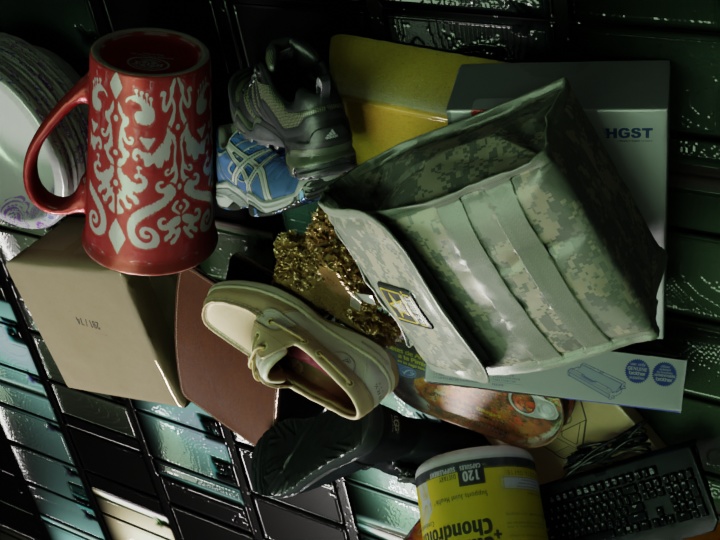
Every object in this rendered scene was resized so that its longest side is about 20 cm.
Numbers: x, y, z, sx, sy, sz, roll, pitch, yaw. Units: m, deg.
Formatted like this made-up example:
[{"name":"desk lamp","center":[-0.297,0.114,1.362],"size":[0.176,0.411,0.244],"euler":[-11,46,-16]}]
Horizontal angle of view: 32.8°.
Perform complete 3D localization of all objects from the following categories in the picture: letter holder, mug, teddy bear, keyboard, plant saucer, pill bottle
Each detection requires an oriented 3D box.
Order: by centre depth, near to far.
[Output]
[{"name":"plant saucer","center":[0.056,-0.085,1.027],"size":[0.199,0.048,0.201],"euler":[16,132,30]},{"name":"teddy bear","center":[0.000,0.000,1.065],"size":[0.145,0.067,0.200],"euler":[44,152,-5]},{"name":"keyboard","center":[0.212,0.197,1.069],"size":[0.200,0.040,0.105],"euler":[-30,70,45]},{"name":"pill bottle","center":[0.115,0.265,1.086],"size":[0.112,0.112,0.201],"euler":[-36,54,49]},{"name":"mug","center":[-0.215,-0.110,1.139],"size":[0.133,0.177,0.201],"euler":[49,142,45]},{"name":"letter holder","center":[-0.108,0.067,1.253],"size":[0.142,0.101,0.201],"euler":[29,137,22]}]

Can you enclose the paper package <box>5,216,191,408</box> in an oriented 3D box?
[{"name":"paper package","center":[-0.267,0.044,1.363],"size":[0.199,0.103,0.191],"euler":[4,125,37]}]

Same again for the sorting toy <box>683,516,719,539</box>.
[{"name":"sorting toy","center":[0.232,0.304,1.099],"size":[0.107,0.180,0.200],"euler":[45,139,0]}]

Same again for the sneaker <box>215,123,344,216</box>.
[{"name":"sneaker","center":[-0.082,-0.094,1.092],"size":[0.200,0.075,0.077],"euler":[7,112,55]}]

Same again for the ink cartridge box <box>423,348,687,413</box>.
[{"name":"ink cartridge box","center":[0.154,0.078,0.987],"size":[0.199,0.094,0.044],"euler":[6,89,7]}]

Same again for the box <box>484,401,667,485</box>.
[{"name":"box","center":[0.163,0.119,1.126],"size":[0.200,0.021,0.163],"euler":[50,139,-3]}]

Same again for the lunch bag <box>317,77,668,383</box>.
[{"name":"lunch bag","center":[0.084,-0.013,0.844],"size":[0.199,0.118,0.164],"euler":[-19,119,32]}]

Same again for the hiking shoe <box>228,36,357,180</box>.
[{"name":"hiking shoe","center":[-0.057,-0.151,1.019],"size":[0.200,0.075,0.101],"euler":[42,138,53]}]

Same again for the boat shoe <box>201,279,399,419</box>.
[{"name":"boat shoe","center":[-0.066,0.071,1.088],"size":[0.199,0.069,0.074],"euler":[22,135,21]}]

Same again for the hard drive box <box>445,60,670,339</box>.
[{"name":"hard drive box","center":[0.152,-0.051,0.918],"size":[0.155,0.077,0.201],"euler":[1,125,15]}]

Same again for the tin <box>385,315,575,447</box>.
[{"name":"tin","center":[0.101,0.092,1.110],"size":[0.199,0.042,0.112],"euler":[17,135,30]}]

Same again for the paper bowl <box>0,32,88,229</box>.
[{"name":"paper bowl","center":[-0.349,-0.152,1.268],"size":[0.200,0.104,0.201],"euler":[22,134,25]}]

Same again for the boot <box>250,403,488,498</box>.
[{"name":"boot","center":[0.010,0.191,1.209],"size":[0.168,0.077,0.200],"euler":[23,143,-35]}]

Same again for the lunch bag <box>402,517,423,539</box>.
[{"name":"lunch bag","center":[0.121,0.318,1.234],"size":[0.176,0.082,0.200],"euler":[38,165,10]}]
